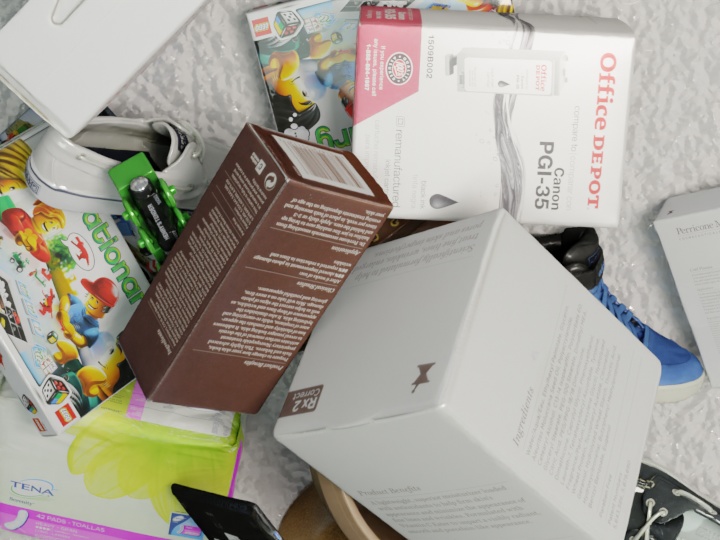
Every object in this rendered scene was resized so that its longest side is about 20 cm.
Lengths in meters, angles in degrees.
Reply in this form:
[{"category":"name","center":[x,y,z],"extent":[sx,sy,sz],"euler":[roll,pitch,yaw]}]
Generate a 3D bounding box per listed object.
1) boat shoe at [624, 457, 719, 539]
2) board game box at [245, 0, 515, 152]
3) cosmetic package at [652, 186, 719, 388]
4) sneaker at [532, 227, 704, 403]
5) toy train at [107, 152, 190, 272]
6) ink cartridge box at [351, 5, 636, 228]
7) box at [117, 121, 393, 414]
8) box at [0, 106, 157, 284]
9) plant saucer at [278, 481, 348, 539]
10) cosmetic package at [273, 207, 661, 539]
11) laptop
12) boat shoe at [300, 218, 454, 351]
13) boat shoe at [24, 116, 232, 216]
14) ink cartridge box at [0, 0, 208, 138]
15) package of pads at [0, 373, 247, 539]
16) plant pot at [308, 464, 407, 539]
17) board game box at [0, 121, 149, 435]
[{"category":"boat shoe","center":[0.257,0.209,1.183],"extent":[0.199,0.060,0.076],"euler":[19,106,-4]},{"category":"board game box","center":[0.024,-0.161,1.096],"extent":[0.199,0.035,0.127],"euler":[-14,106,5]},{"category":"cosmetic package","center":[0.341,0.001,1.081],"extent":[0.199,0.052,0.151],"euler":[-11,112,33]},{"category":"sneaker","center":[0.186,0.028,1.123],"extent":[0.199,0.077,0.112],"euler":[17,115,3]},{"category":"toy train","center":[-0.134,-0.007,1.052],"extent":[0.042,0.056,0.200],"euler":[-30,140,-8]},{"category":"ink cartridge box","center":[0.094,-0.113,1.047],"extent":[0.199,0.083,0.147],"euler":[2,107,0]},{"category":"box","center":[-0.076,0.003,1.003],"extent":[0.100,0.075,0.200],"euler":[13,120,-41]},{"category":"box","center":[-0.211,-0.037,1.136],"extent":[0.136,0.038,0.200],"euler":[-39,101,11]},{"category":"plant saucer","center":[0.023,0.258,1.216],"extent":[0.199,0.035,0.201],"euler":[0,107,1]},{"category":"cosmetic package","center":[0.080,0.092,1.017],"extent":[0.164,0.165,0.200],"euler":[-16,132,44]},{"category":"laptop","center":[-0.023,0.213,1.080],"extent":[0.103,0.177,0.200],"euler":[-41,104,-23]},{"category":"boat shoe","center":[0.000,0.000,1.131],"extent":[0.200,0.072,0.068],"euler":[-31,73,5]},{"category":"boat shoe","center":[-0.145,-0.078,1.058],"extent":[0.065,0.199,0.074],"euler":[-53,54,39]},{"category":"ink cartridge box","center":[-0.168,-0.186,1.008],"extent":[0.144,0.200,0.085],"euler":[-43,100,13]},{"category":"package of pads","center":[-0.198,0.155,1.159],"extent":[0.199,0.068,0.155],"euler":[12,123,-3]},{"category":"plant pot","center":[0.025,0.142,1.131],"extent":[0.093,0.201,0.201],"euler":[-18,109,46]},{"category":"board game box","center":[-0.233,0.005,1.066],"extent":[0.126,0.035,0.201],"euler":[-38,107,-34]}]
